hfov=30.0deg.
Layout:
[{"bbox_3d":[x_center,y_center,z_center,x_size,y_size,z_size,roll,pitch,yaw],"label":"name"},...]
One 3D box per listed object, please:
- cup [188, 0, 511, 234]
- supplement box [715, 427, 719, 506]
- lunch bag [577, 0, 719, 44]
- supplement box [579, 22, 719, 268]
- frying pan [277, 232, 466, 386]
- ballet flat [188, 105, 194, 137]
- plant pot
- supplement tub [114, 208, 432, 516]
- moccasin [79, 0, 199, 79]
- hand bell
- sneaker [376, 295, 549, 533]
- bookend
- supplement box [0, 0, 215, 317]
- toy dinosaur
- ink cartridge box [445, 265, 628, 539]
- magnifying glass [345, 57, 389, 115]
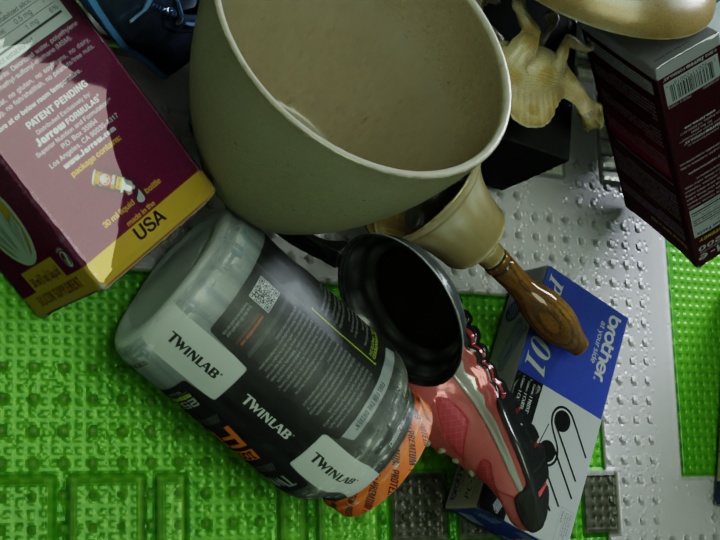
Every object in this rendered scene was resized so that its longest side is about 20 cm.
[{"bbox_3d":[-0.027,-0.104,0.830,0.198,0.143,0.203,17,53,-23],"label":"cup"},{"bbox_3d":[0.418,0.107,1.125,0.133,0.199,0.203,15,74,-27],"label":"supplement box"},{"bbox_3d":[0.277,-0.239,1.151,0.169,0.127,0.202,-35,102,-25],"label":"lunch bag"},{"bbox_3d":[0.242,-0.112,1.060,0.060,0.109,0.201,-29,130,-8],"label":"supplement box"},{"bbox_3d":[0.004,0.016,0.937,0.031,0.189,0.116,-32,125,-35],"label":"frying pan"},{"bbox_3d":[-0.075,-0.167,0.963,0.072,0.073,0.203,23,63,-25],"label":"ballet flat"},{"bbox_3d":[0.174,-0.240,0.984,0.197,0.028,0.202,13,42,-12],"label":"plant pot"},{"bbox_3d":[-0.053,0.066,0.891,0.200,0.122,0.123,42,62,-17],"label":"supplement tub"},{"bbox_3d":[-0.140,-0.182,0.851,0.068,0.200,0.081,-38,86,4],"label":"moccasin"},{"bbox_3d":[0.105,-0.003,0.987,0.200,0.103,0.105,42,62,-29],"label":"hand bell"},{"bbox_3d":[0.067,0.104,0.974,0.202,0.086,0.074,62,17,11],"label":"sneaker"},{"bbox_3d":[0.062,-0.189,1.029,0.198,0.092,0.202,14,72,-27],"label":"bookend"},{"bbox_3d":[-0.203,-0.085,0.824,0.103,0.130,0.201,-43,102,-28],"label":"supplement box"},{"bbox_3d":[0.108,-0.153,0.959,0.198,0.058,0.103,9,75,-28],"label":"toy dinosaur"},{"bbox_3d":[0.139,0.108,1.047,0.093,0.044,0.202,31,66,-25],"label":"ink cartridge box"},{"bbox_3d":[-0.033,-0.197,0.924,0.079,0.022,0.202,-27,83,-22],"label":"magnifying glass"}]
